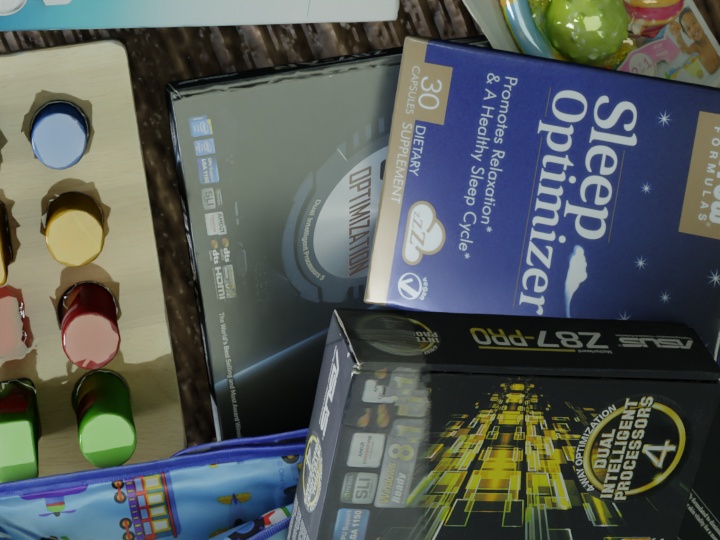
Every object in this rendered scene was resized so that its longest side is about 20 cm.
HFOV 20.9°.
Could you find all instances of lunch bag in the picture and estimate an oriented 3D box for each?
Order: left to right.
[{"bbox_3d":[-0.062,0.139,0.882,0.198,0.151,0.095,-18,58,-10],"label":"lunch bag"}]

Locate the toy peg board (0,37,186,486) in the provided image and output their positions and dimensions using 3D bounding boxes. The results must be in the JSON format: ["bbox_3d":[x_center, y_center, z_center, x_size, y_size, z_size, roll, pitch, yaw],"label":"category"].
[{"bbox_3d":[-0.186,0.012,0.869,0.198,0.098,0.201,-9,101,-8],"label":"toy peg board"}]

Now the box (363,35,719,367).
[{"bbox_3d":[0.104,-0.026,0.847,0.198,0.032,0.123,12,98,21],"label":"box"}]

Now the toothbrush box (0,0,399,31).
[{"bbox_3d":[-0.081,-0.187,0.837,0.198,0.086,0.148,-3,121,-8],"label":"toothbrush box"}]

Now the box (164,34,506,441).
[{"bbox_3d":[0.000,0.000,0.925,0.158,0.044,0.202,-9,101,-9],"label":"box"}]

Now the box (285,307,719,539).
[{"bbox_3d":[0.050,0.114,0.816,0.159,0.049,0.202,5,118,-16],"label":"box"}]

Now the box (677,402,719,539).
[{"bbox_3d":[0.155,0.120,0.930,0.141,0.079,0.200,-40,120,1],"label":"box"}]

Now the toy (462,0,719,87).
[{"bbox_3d":[0.120,-0.116,0.904,0.115,0.047,0.201,-41,108,-29],"label":"toy"}]
